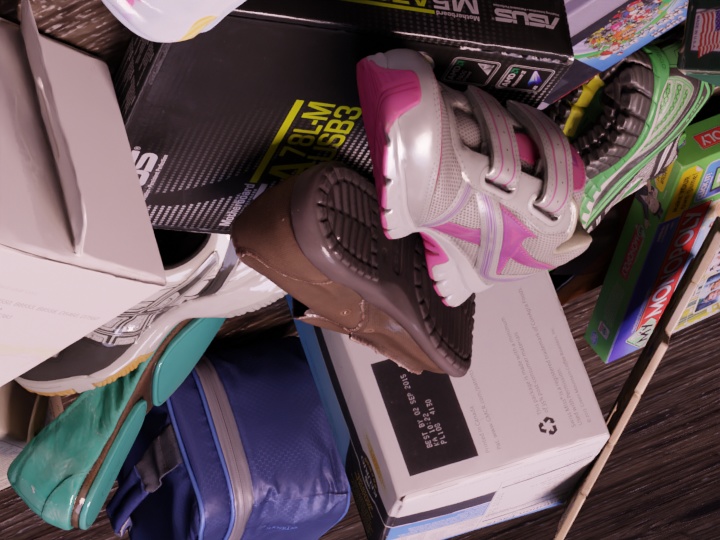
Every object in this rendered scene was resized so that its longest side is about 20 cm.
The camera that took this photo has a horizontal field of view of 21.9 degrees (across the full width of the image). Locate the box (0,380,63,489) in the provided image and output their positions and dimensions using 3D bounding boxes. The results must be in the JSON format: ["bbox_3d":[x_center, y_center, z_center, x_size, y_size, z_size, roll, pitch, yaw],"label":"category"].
[{"bbox_3d":[-0.260,0.074,1.089,0.095,0.078,0.200,-22,158,11],"label":"box"}]

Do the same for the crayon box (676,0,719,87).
[{"bbox_3d":[0.235,-0.140,0.916,0.051,0.128,0.199,8,180,39],"label":"crayon box"}]

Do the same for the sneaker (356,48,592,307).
[{"bbox_3d":[0.056,-0.050,0.862,0.088,0.082,0.200,-14,159,13],"label":"sneaker"}]

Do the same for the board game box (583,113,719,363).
[{"bbox_3d":[0.227,-0.030,1.212,0.134,0.029,0.200,-23,148,-24],"label":"board game box"}]

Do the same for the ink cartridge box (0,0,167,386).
[{"bbox_3d":[-0.192,-0.024,0.845,0.199,0.129,0.125,-29,157,25],"label":"ink cartridge box"}]

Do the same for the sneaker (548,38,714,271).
[{"bbox_3d":[0.145,-0.063,1.093,0.085,0.078,0.200,-8,156,-26],"label":"sneaker"}]

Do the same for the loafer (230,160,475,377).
[{"bbox_3d":[0.000,0.000,0.963,0.071,0.073,0.200,-7,152,28],"label":"loafer"}]

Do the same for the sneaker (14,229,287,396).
[{"bbox_3d":[-0.132,0.000,1.053,0.199,0.076,0.088,-28,139,18],"label":"sneaker"}]

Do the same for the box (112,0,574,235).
[{"bbox_3d":[-0.024,-0.079,0.914,0.192,0.048,0.200,4,152,-22],"label":"box"}]

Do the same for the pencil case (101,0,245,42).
[{"bbox_3d":[-0.020,-0.165,0.708,0.199,0.083,0.091,-26,135,21],"label":"pencil case"}]

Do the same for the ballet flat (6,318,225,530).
[{"bbox_3d":[-0.148,0.065,1.120,0.200,0.070,0.067,-58,170,-37],"label":"ballet flat"}]

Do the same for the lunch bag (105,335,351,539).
[{"bbox_3d":[-0.106,0.139,1.292,0.132,0.137,0.200,-8,157,-24],"label":"lunch bag"}]

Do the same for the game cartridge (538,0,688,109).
[{"bbox_3d":[0.109,-0.139,0.946,0.200,0.039,0.129,-31,151,29],"label":"game cartridge"}]

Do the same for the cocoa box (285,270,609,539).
[{"bbox_3d":[0.043,0.048,1.106,0.133,0.201,0.131,-15,159,-12],"label":"cocoa box"}]

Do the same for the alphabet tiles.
[{"bbox_3d":[0.172,0.060,1.132,0.201,0.008,0.167,-64,173,11],"label":"alphabet tiles"}]

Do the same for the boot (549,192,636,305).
[{"bbox_3d":[0.163,-0.003,1.292,0.199,0.069,0.189,-6,143,-42],"label":"boot"}]
